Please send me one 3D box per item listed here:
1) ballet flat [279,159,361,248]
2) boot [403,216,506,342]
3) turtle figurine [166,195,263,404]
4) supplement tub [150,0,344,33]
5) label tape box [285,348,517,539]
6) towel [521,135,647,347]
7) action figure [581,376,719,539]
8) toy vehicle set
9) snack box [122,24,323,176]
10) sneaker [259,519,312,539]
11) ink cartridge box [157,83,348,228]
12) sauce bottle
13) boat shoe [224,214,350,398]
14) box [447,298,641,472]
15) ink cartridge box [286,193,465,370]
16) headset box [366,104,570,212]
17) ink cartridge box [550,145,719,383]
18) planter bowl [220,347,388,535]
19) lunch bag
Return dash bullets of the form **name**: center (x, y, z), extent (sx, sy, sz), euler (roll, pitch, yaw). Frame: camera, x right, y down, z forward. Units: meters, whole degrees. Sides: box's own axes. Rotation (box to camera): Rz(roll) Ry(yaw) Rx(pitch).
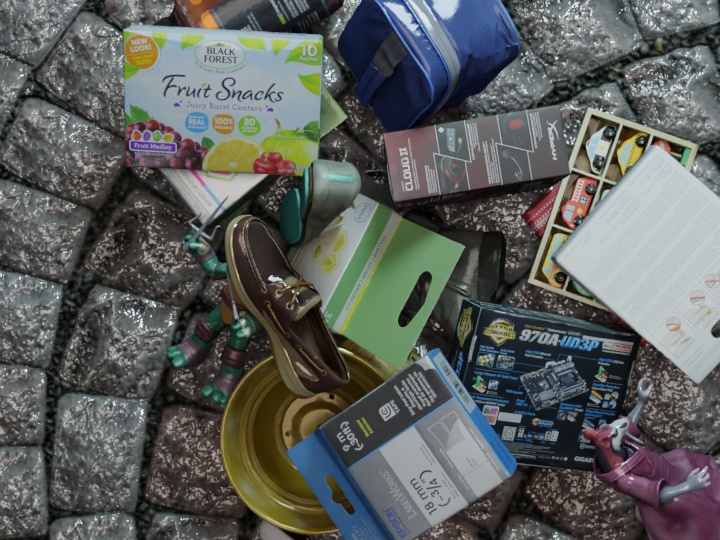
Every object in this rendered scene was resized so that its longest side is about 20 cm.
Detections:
- **ballet flat**: center (-0.040, -0.064, 1.156), extent (0.064, 0.200, 0.067), euler (0, 80, -12)
- **boot**: center (0.087, 0.045, 1.238), extent (0.130, 0.068, 0.200), euler (5, 91, 15)
- **turtle figurine**: center (-0.134, 0.033, 1.196), extent (0.101, 0.150, 0.200), euler (6, 119, -36)
- **supplement tub**: center (-0.125, -0.281, 1.212), extent (0.200, 0.107, 0.107), euler (-30, 89, 2)
- **label tape box**: center (0.033, 0.193, 1.125), extent (0.200, 0.063, 0.144), euler (-36, 86, 13)
- **towel**: center (0.296, -0.033, 1.241), extent (0.145, 0.022, 0.200), euler (-42, 87, 4)
- **action figure**: center (0.298, 0.216, 1.189), extent (0.200, 0.134, 0.149), euler (31, 118, -23)
- **toy vehicle set**: center (0.270, -0.060, 1.219), extent (0.124, 0.027, 0.200), euler (19, 93, 5)
- **snack box**: center (-0.140, -0.175, 1.161), extent (0.200, 0.053, 0.142), euler (3, 108, 0)
- **sneaker**: center (-0.051, 0.357, 1.229), extent (0.200, 0.073, 0.085), euler (45, 89, 0)
- **ink cartridge box**: center (-0.122, -0.148, 1.236), extent (0.200, 0.059, 0.104), euler (-39, 89, 2)
- **sauce bottle**: center (0.050, 0.123, 1.231), extent (0.065, 0.065, 0.200), euler (-41, 91, 2)
- **boat shoe**: center (-0.067, 0.032, 1.127), extent (0.072, 0.072, 0.200), euler (-15, 101, 39)
- **box**: center (0.185, 0.124, 1.189), extent (0.200, 0.046, 0.159), euler (9, 99, -21)
- **ink cartridge box**: center (0.000, 0.000, 1.177), extent (0.048, 0.200, 0.146), euler (27, 91, -39)
- **headset box**: center (0.106, -0.112, 1.184), extent (0.200, 0.149, 0.075), euler (-9, 89, 3)
- **ink cartridge box**: center (0.327, -0.007, 1.181), extent (0.200, 0.047, 0.160), euler (41, 94, 0)
- **planter bowl**: center (-0.046, 0.177, 1.223), extent (0.200, 0.083, 0.201), euler (0, 91, 3)
- **lunch bag**: center (0.055, -0.227, 1.166), extent (0.132, 0.200, 0.136), euler (-30, 87, -16)
